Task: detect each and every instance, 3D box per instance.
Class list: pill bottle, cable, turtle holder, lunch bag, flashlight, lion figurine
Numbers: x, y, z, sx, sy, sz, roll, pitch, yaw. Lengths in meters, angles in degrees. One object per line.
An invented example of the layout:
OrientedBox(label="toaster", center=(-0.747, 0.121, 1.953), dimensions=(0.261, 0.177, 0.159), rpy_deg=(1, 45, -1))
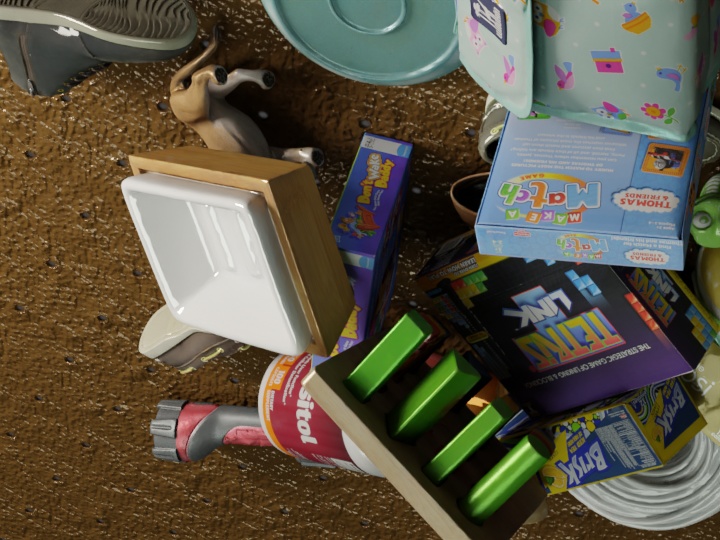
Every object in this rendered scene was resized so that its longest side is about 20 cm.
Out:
OrientedBox(label="pill bottle", center=(0.003, 0.131, 1.666), dimensions=(0.199, 0.113, 0.113), rpy_deg=(4, 143, 50))
OrientedBox(label="cable", center=(0.264, 0.136, 1.607), dimensions=(0.199, 0.069, 0.201), rpy_deg=(27, 118, 3))
OrientedBox(label="turtle holder", center=(0.333, 0.003, 1.427), dimensions=(0.140, 0.132, 0.186), rpy_deg=(5, 138, 17))
OrientedBox(label="lunch bag", center=(0.155, -0.197, 1.287), dimensions=(0.199, 0.122, 0.171), rpy_deg=(13, 142, 20))
OrientedBox(label="flashlight", center=(-0.115, 0.172, 1.840), dimensions=(0.199, 0.068, 0.068), rpy_deg=(5, 137, 18))
OrientedBox(label="lion figurine", center=(-0.113, -0.116, 1.530), dimensions=(0.122, 0.072, 0.201), rpy_deg=(-5, 121, 44))

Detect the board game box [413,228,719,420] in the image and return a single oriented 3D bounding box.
OrientedBox(label="board game box", center=(0.163, 0.027, 1.441), dimensions=(0.166, 0.057, 0.200), rpy_deg=(50, 143, -11))

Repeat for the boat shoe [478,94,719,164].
OrientedBox(label="boat shoe", center=(0.193, -0.104, 1.418), dimensions=(0.200, 0.060, 0.072), rpy_deg=(6, 139, 15))

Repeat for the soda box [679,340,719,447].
OrientedBox(label="soda box", center=(0.254, 0.053, 1.507), dimensions=(0.200, 0.064, 0.068), rpy_deg=(41, 110, 1))

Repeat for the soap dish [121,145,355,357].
OrientedBox(label="soap dish", center=(-0.097, -0.022, 1.452), dimensions=(0.199, 0.081, 0.158), rpy_deg=(13, 130, 50))

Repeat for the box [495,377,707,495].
OrientedBox(label="box", center=(0.194, 0.140, 1.513), dimensions=(0.200, 0.070, 0.065), rpy_deg=(-25, 99, 54))

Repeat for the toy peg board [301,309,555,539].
OrientedBox(label="toy peg board", center=(0.082, 0.112, 1.436), dimensions=(0.200, 0.199, 0.098), rpy_deg=(47, 110, 8))

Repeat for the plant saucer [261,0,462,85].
OrientedBox(label="plant saucer", center=(0.008, -0.216, 1.393), dimensions=(0.199, 0.028, 0.201), rpy_deg=(11, 140, 10))

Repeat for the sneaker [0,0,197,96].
OrientedBox(label="sneaker", center=(-0.217, -0.191, 1.482), dimensions=(0.199, 0.075, 0.107), rpy_deg=(14, 145, 21))

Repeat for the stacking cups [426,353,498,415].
OrientedBox(label="stacking cups", center=(0.143, 0.133, 1.700), dimensions=(0.199, 0.061, 0.061), rpy_deg=(18, 140, 1))

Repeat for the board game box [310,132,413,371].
OrientedBox(label="board game box", center=(0.000, 0.000, 1.552), dimensions=(0.044, 0.135, 0.201), rpy_deg=(14, 139, 6))

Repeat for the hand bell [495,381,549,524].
OrientedBox(label="hand bell", center=(0.135, 0.121, 1.636), dimensions=(0.103, 0.104, 0.201), rpy_deg=(9, 102, 11))

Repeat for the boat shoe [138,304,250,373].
OrientedBox(label="boat shoe", center=(-0.135, 0.051, 1.713), dimensions=(0.059, 0.072, 0.200), rpy_deg=(35, 141, -27))

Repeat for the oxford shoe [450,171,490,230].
OrientedBox(label="oxford shoe", center=(0.163, -0.050, 1.454), dimensions=(0.199, 0.072, 0.071), rpy_deg=(0, 161, 31))

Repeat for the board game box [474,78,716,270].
OrientedBox(label="board game box", center=(0.179, -0.089, 1.332), dimensions=(0.150, 0.201, 0.037), rpy_deg=(5, 138, 16))
